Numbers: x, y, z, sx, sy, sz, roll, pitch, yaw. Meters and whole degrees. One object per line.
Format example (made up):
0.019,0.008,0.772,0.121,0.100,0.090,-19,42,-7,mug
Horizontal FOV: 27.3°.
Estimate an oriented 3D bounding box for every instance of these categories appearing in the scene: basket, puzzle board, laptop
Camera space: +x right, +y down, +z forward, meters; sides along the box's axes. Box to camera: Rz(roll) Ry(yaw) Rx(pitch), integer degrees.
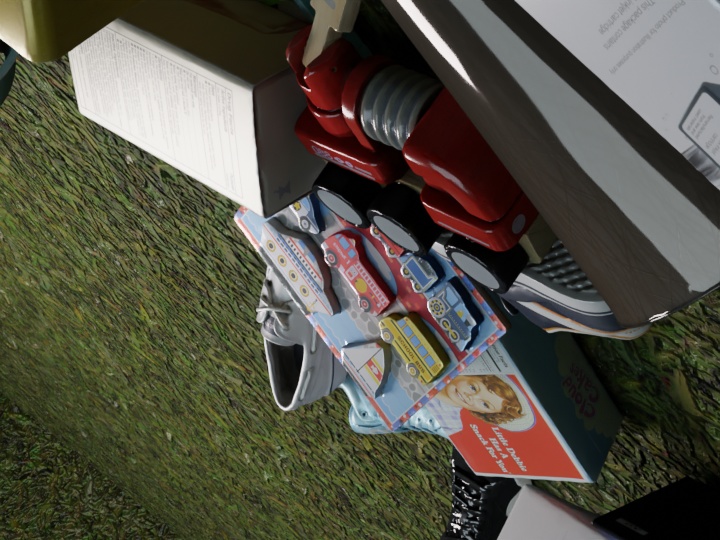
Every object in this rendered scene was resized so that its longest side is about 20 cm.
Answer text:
0.111,-0.094,0.684,0.200,0.136,0.180,48,159,-2,basket
0.000,0.000,1.033,0.200,0.017,0.151,53,134,10,puzzle board
0.283,0.232,1.049,0.177,0.103,0.200,27,154,40,laptop

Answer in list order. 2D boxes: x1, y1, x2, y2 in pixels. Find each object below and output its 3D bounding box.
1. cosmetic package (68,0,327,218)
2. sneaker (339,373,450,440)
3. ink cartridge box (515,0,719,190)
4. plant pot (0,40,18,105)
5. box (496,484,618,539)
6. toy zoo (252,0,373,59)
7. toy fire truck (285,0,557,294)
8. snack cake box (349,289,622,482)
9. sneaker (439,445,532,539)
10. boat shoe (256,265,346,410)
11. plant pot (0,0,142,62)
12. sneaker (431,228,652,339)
-0.104,-0.129,0.994,0.200,0.087,0.104,31,138,35,cosmetic package
0.036,0.120,1.309,0.200,0.082,0.074,34,-176,39,sneaker
0.175,-0.095,0.524,0.200,0.147,0.086,42,159,2,ink cartridge box
-0.396,-0.214,1.349,0.200,0.200,0.196,44,168,-1,plant pot
0.191,0.304,1.117,0.199,0.200,0.171,27,180,-33,box
-0.033,-0.143,1.019,0.200,0.020,0.131,51,159,-20,toy zoo
0.032,-0.109,0.853,0.176,0.129,0.200,27,165,38,toy fire truck
0.095,0.066,1.090,0.115,0.067,0.200,-4,131,42,snack cake box
0.106,0.236,1.389,0.073,0.112,0.200,28,155,34,sneaker
-0.053,0.037,1.239,0.073,0.065,0.201,27,139,39,boat shoe
-0.174,-0.271,0.801,0.200,0.200,0.177,36,148,20,plant pot
0.102,-0.015,0.935,0.200,0.078,0.079,37,171,38,sneaker
